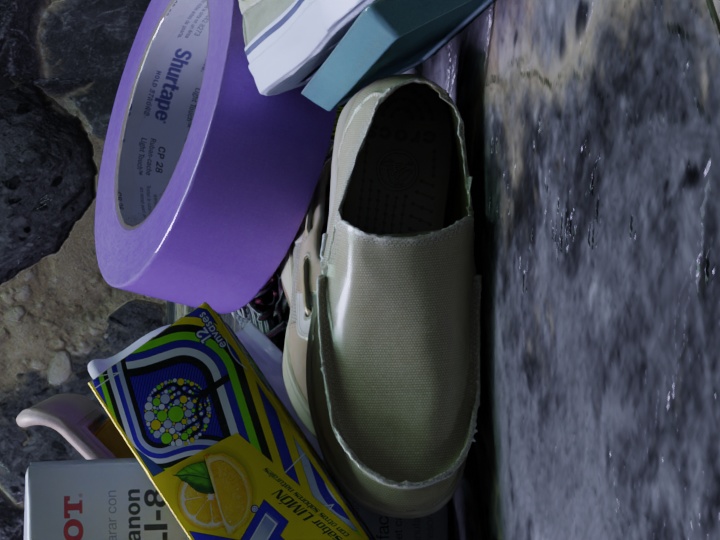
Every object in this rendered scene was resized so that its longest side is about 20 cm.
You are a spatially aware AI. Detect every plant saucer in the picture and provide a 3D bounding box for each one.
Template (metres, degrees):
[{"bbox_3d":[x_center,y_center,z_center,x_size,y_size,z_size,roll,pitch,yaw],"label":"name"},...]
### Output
[{"bbox_3d":[0.019,-0.102,0.770,0.019,0.070,0.200,62,170,-2],"label":"plant saucer"}]

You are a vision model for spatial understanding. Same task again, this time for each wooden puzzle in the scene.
[{"bbox_3d":[-0.106,0.134,1.035,0.037,0.200,0.185,-50,2,-4],"label":"wooden puzzle"}]

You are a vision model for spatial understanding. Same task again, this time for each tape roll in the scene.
[{"bbox_3d":[-0.080,-0.081,0.960,0.200,0.066,0.200,-48,35,49],"label":"tape roll"}]

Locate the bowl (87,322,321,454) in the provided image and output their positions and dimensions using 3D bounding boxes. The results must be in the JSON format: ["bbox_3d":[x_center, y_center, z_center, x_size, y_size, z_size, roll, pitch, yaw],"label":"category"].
[{"bbox_3d":[-0.065,0.095,1.076,0.090,0.201,0.201,-46,10,-3],"label":"bowl"}]

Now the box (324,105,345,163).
[{"bbox_3d":[-0.022,-0.186,1.072,0.160,0.044,0.200,108,160,-64],"label":"box"}]

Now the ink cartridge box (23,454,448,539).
[{"bbox_3d":[-0.066,0.164,0.871,0.145,0.200,0.146,143,126,-79],"label":"ink cartridge box"}]

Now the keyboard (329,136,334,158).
[{"bbox_3d":[0.000,0.000,1.023,0.200,0.021,0.127,-113,19,-65],"label":"keyboard"}]

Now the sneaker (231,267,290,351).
[{"bbox_3d":[-0.054,0.006,1.131,0.200,0.080,0.075,50,-154,-66],"label":"sneaker"}]

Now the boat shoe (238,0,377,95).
[{"bbox_3d":[-0.010,-0.133,0.777,0.200,0.072,0.062,-27,90,60],"label":"boat shoe"}]

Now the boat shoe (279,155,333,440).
[{"bbox_3d":[0.001,0.017,0.858,0.200,0.072,0.065,-103,25,-52],"label":"boat shoe"}]

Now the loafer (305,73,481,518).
[{"bbox_3d":[0.014,0.004,0.759,0.068,0.076,0.200,100,168,-74],"label":"loafer"}]

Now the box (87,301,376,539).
[{"bbox_3d":[-0.032,0.115,0.762,0.200,0.064,0.070,54,177,11],"label":"box"}]
